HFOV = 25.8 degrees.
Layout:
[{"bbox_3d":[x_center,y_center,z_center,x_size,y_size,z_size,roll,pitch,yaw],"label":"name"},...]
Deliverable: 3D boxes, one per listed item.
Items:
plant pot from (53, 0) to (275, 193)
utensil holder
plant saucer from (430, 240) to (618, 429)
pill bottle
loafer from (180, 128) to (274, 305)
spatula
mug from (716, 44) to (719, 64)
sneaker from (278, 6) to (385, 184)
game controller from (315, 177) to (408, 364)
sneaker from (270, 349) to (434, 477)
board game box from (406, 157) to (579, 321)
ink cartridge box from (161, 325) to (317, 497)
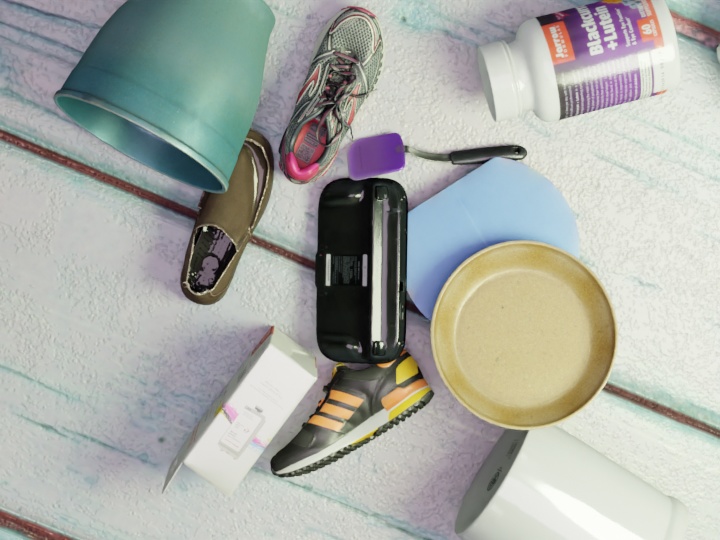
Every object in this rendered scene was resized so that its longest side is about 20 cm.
[{"bbox_3d":[-0.184,-0.210,1.623,0.199,0.200,0.189,28,81,-5],"label":"plant pot"},{"bbox_3d":[0.224,0.272,1.698,0.199,0.170,0.171,32,95,-3],"label":"utensil holder"},{"bbox_3d":[0.173,0.070,1.675,0.198,0.035,0.202,0,79,1],"label":"plant saucer"},{"bbox_3d":[0.229,-0.221,1.665,0.198,0.111,0.112,-15,97,0],"label":"pill bottle"},{"bbox_3d":[-0.142,-0.054,1.695,0.072,0.071,0.202,15,96,-3],"label":"loafer"},{"bbox_3d":[0.084,-0.126,1.714,0.198,0.021,0.057,-1,54,-8],"label":"spatula"},{"bbox_3d":[0.485,-0.228,1.648,0.175,0.148,0.200,41,111,3],"label":"mug"},{"bbox_3d":[-0.027,-0.184,1.682,0.080,0.075,0.202,20,95,-4],"label":"sneaker"},{"bbox_3d":[0.000,0.000,1.706,0.103,0.042,0.202,1,89,29],"label":"game controller"},{"bbox_3d":[-0.022,0.152,1.733,0.199,0.070,0.091,-30,78,4],"label":"sneaker"},{"bbox_3d":[0.138,-0.025,1.725,0.199,0.039,0.159,-32,91,0],"label":"board game box"},{"bbox_3d":[-0.130,0.166,1.699,0.067,0.117,0.201,37,95,-6],"label":"ink cartridge box"}]
